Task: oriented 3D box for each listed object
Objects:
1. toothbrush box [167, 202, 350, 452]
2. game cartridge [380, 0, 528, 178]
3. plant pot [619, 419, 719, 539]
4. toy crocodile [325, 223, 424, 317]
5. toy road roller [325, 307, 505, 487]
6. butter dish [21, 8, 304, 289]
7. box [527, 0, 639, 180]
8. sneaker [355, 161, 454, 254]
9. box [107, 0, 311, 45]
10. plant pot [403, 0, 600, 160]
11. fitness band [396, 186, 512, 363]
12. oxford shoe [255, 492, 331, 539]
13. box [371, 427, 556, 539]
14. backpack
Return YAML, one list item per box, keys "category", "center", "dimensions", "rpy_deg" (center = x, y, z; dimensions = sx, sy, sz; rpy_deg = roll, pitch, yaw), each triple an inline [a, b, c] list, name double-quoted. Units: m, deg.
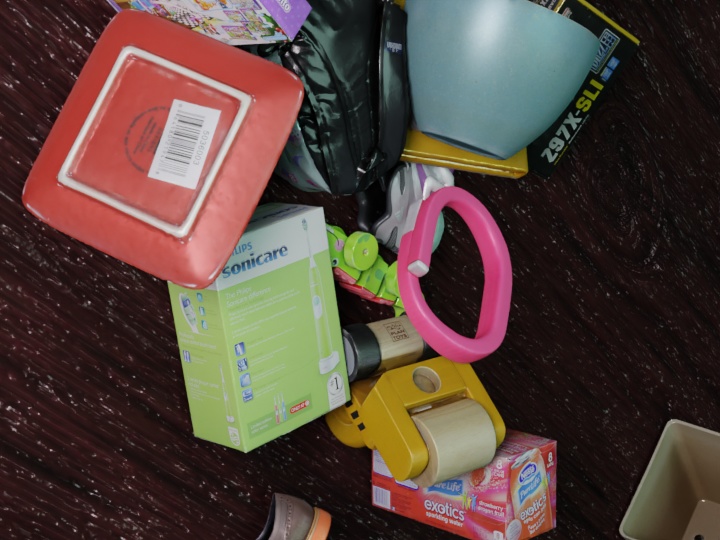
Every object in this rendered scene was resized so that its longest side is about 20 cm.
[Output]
- category: "toothbrush box"
  center: [-0.098, 0.051, 1.160]
  dimensions: [0.144, 0.085, 0.204]
  rpy_deg: [-22, 112, -41]
- category: "game cartridge"
  center: [0.099, -0.208, 1.288]
  dimensions: [0.173, 0.032, 0.204]
  rpy_deg: [6, 75, -26]
- category: "plant pot"
  center: [0.527, 0.374, 1.774]
  dimensions: [0.202, 0.197, 0.178]
  rpy_deg: [-58, 142, -22]
- category: "toy crocodile"
  center: [0.000, 0.000, 1.261]
  dimensions: [0.199, 0.067, 0.063]
  rpy_deg: [34, 76, -47]
- category: "toy road roller"
  center: [0.042, 0.147, 1.245]
  dimensions: [0.121, 0.201, 0.147]
  rpy_deg: [-12, 145, -33]
- category: "butter dish"
  center: [-0.155, -0.091, 1.044]
  dimensions: [0.203, 0.197, 0.148]
  rpy_deg: [-64, 164, -8]
- category: "box"
  center: [0.221, -0.221, 1.414]
  dimensions: [0.158, 0.049, 0.202]
  rpy_deg: [18, 110, -46]
- category: "sneaker"
  center: [0.045, -0.122, 1.288]
  dimensions: [0.139, 0.077, 0.204]
  rpy_deg: [16, 84, -46]
- category: "box"
  center: [-0.150, -0.245, 0.987]
  dimensions: [0.137, 0.198, 0.039]
  rpy_deg: [46, 64, -39]
- category: "plant pot"
  center: [0.121, -0.188, 1.184]
  dimensions: [0.198, 0.199, 0.137]
  rpy_deg: [16, 93, -45]
- category: "fitness band"
  center: [0.102, 0.001, 1.250]
  dimensions: [0.143, 0.037, 0.202]
  rpy_deg: [39, 43, -25]
- category: "oxford shoe"
  center: [-0.105, 0.324, 1.219]
  dimensions: [0.072, 0.071, 0.202]
  rpy_deg: [30, 75, -13]
- category: "box"
  center: [0.111, 0.223, 1.314]
  dimensions: [0.095, 0.198, 0.102]
  rpy_deg: [-9, 102, -44]
- category: "backpack"
  center: [-0.035, -0.176, 1.166]
  dimensions: [0.165, 0.126, 0.203]
  rpy_deg: [-25, 113, -27]
